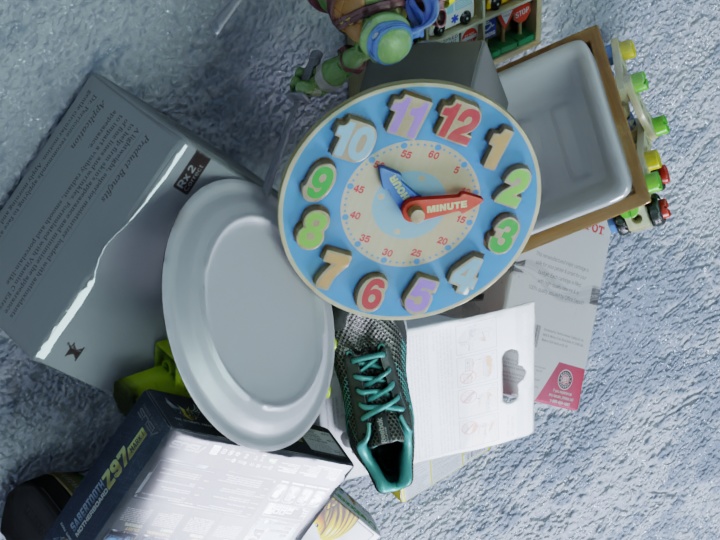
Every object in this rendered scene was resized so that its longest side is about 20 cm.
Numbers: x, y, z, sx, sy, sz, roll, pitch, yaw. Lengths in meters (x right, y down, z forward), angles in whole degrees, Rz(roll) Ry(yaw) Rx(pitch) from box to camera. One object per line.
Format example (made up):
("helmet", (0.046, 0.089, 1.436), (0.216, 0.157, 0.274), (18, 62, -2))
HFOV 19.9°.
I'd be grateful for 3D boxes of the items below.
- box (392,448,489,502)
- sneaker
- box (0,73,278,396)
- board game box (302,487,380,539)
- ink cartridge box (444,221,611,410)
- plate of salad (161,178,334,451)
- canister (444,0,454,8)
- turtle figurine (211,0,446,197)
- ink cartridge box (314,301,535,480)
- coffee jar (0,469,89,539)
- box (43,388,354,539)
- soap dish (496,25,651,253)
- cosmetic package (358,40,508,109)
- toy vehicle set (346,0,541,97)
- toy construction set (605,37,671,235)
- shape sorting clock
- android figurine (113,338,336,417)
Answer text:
("box", (0.064, 0.114, 1.958), (0.117, 0.048, 0.201), (-28, 135, -26))
("sneaker", (0.016, 0.101, 1.694), (0.077, 0.092, 0.201), (-17, 128, -5))
("box", (-0.166, -0.010, 1.587), (0.200, 0.130, 0.200), (-55, 140, 3))
("board game box", (-0.096, 0.243, 1.700), (0.200, 0.035, 0.126), (-41, 129, 8))
("ink cartridge box", (0.150, 0.016, 1.896), (0.145, 0.084, 0.202), (16, 85, -48))
("plate of salad", (-0.086, 0.033, 1.504), (0.199, 0.048, 0.202), (23, 61, -51))
("canister", (0.090, -0.332, 1.632), (0.200, 0.086, 0.149), (-46, 127, -11))
("turtle figurine", (-0.048, -0.203, 1.533), (0.199, 0.195, 0.144), (-35, 127, 13))
("ink cartridge box", (0.052, 0.094, 1.792), (0.198, 0.050, 0.163), (-14, 130, -12))
("coffee jar", (-0.199, 0.209, 1.728), (0.199, 0.104, 0.086), (-11, 131, -38))
("box", (-0.122, 0.179, 1.566), (0.199, 0.051, 0.158), (16, 115, -44))
("soap dish", (0.144, -0.096, 1.744), (0.199, 0.159, 0.081), (-22, 166, 27))
("cosmetic package", (0.045, -0.085, 1.647), (0.090, 0.106, 0.201), (64, 36, -45))
("toy vehicle set", (0.074, -0.218, 1.750), (0.199, 0.026, 0.125), (-27, 133, -28))
("toy construction set", (0.230, -0.109, 1.858), (0.132, 0.091, 0.200), (65, 34, -27))
("shape sorting clock", (0.037, -0.048, 1.509), (0.198, 0.039, 0.202), (-5, 118, -10))
("android figurine", (-0.103, 0.098, 1.595), (0.199, 0.041, 0.183), (-15, 127, -35))
